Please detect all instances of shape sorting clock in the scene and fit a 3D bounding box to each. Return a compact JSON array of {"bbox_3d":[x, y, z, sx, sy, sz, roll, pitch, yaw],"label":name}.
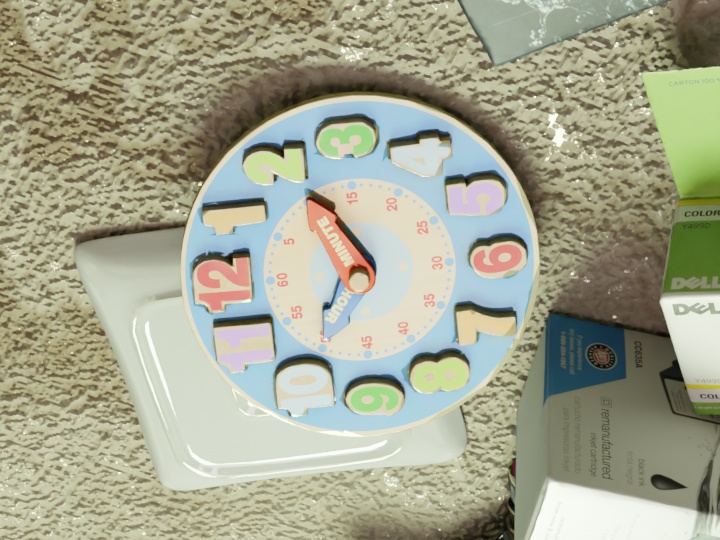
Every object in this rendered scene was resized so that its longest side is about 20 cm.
[{"bbox_3d":[0.000,0.000,1.254,0.199,0.039,0.201,0,112,1],"label":"shape sorting clock"}]

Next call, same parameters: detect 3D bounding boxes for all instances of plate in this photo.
[{"bbox_3d":[-0.050,0.056,1.342,0.199,0.032,0.200,-7,128,11],"label":"plate"}]

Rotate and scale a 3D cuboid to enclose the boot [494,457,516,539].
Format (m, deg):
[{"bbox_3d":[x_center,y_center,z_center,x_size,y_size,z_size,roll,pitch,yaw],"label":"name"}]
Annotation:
[{"bbox_3d":[0.089,0.173,1.397,0.199,0.073,0.151,6,131,-4],"label":"boot"}]

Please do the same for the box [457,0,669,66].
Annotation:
[{"bbox_3d":[0.108,-0.229,1.038,0.196,0.118,0.200,-19,126,20],"label":"box"}]

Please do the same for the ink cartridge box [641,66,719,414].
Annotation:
[{"bbox_3d":[0.229,-0.014,1.195,0.147,0.076,0.200,-2,139,22],"label":"ink cartridge box"}]

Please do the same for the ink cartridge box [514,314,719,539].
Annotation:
[{"bbox_3d":[0.192,0.117,1.293,0.199,0.147,0.086,10,128,-3],"label":"ink cartridge box"}]
